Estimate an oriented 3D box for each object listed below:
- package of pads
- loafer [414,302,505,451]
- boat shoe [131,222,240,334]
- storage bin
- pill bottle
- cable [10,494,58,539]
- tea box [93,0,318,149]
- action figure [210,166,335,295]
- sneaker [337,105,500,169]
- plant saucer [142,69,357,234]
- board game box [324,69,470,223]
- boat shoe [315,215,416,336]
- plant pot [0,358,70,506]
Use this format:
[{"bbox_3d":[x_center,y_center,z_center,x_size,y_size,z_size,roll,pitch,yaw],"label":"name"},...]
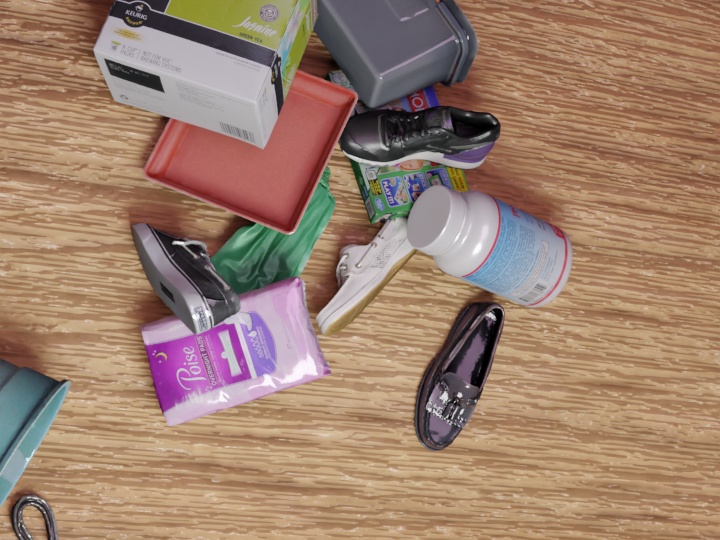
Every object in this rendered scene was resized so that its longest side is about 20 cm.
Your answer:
[{"bbox_3d":[-0.143,0.091,1.454,0.199,0.076,0.121,-17,89,0],"label":"package of pads"},{"bbox_3d":[0.125,0.126,1.576,0.072,0.063,0.201,28,73,-12],"label":"loafer"},{"bbox_3d":[-0.197,-0.002,1.436,0.068,0.199,0.074,-24,125,-21],"label":"boat shoe"},{"bbox_3d":[0.031,-0.305,1.565,0.134,0.146,0.200,-30,77,-19],"label":"storage bin"},{"bbox_3d":[0.158,-0.033,1.567,0.199,0.109,0.109,22,73,-33],"label":"pill bottle"},{"bbox_3d":[-0.331,0.344,1.387,0.097,0.050,0.201,-2,82,-20],"label":"cable"},{"bbox_3d":[-0.173,-0.279,1.479,0.199,0.134,0.198,19,74,6],"label":"tea box"},{"bbox_3d":[-0.092,-0.046,1.538,0.118,0.055,0.200,36,75,-8],"label":"action figure"},{"bbox_3d":[0.073,-0.176,1.548,0.199,0.088,0.076,0,70,-16],"label":"sneaker"},{"bbox_3d":[-0.129,-0.156,1.525,0.199,0.037,0.201,21,71,9],"label":"plant saucer"},{"bbox_3d":[0.046,-0.167,1.602,0.134,0.029,0.201,-13,73,-20],"label":"board game box"},{"bbox_3d":[0.000,0.000,1.556,0.069,0.071,0.200,41,56,5],"label":"boat shoe"},{"bbox_3d":[-0.439,0.152,1.322,0.196,0.200,0.201,30,72,-2],"label":"plant pot"}]
